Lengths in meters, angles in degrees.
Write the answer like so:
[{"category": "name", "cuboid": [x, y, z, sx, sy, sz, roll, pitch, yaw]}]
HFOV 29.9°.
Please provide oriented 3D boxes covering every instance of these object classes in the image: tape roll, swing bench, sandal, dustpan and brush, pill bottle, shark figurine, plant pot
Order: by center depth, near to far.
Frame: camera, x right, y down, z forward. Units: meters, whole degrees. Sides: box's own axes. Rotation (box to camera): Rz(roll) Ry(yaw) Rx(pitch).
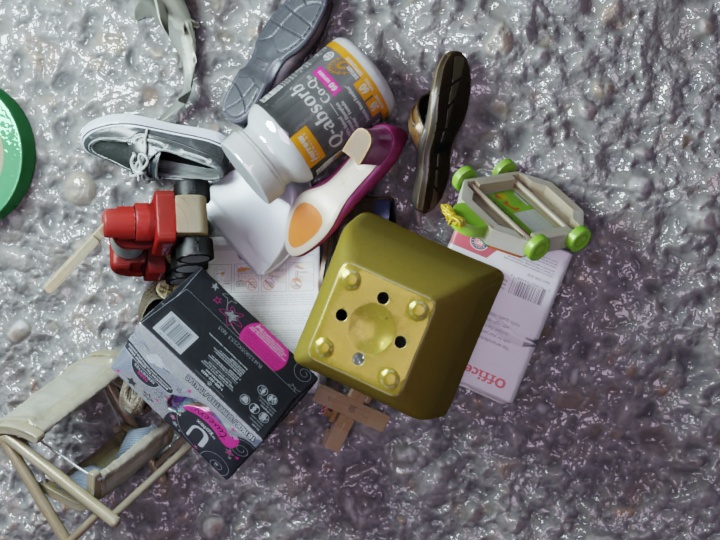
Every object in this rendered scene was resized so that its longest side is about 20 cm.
[{"category": "plant pot", "cuboid": [0.032, 0.059, 1.545, 0.194, 0.200, 0.196, 24, 98, 9]}, {"category": "pill bottle", "cuboid": [-0.064, -0.180, 1.638, 0.200, 0.116, 0.117, -41, 88, -8]}, {"category": "sandal", "cuboid": [0.087, -0.173, 1.670, 0.054, 0.081, 0.202, 18, 106, 29]}, {"category": "swing bench", "cuboid": [-0.335, 0.214, 1.682, 0.200, 0.199, 0.130, 48, 130, 1]}, {"category": "dustpan and brush", "cuboid": [-0.094, -0.108, 1.711, 0.200, 0.057, 0.140, -46, 75, 16]}, {"category": "shark figurine", "cuboid": [-0.253, -0.306, 1.714, 0.089, 0.128, 0.216, -5, 114, 34]}, {"category": "tape roll", "cuboid": [-0.529, -0.153, 1.772, 0.198, 0.048, 0.203, 1, 96, 9]}]

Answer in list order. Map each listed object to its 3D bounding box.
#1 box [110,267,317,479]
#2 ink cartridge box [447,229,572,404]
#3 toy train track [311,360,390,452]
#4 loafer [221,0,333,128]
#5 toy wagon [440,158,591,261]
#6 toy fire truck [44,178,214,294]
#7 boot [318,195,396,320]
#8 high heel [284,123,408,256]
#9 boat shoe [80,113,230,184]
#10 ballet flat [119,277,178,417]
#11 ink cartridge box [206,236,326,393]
[{"category": "box", "cuboid": [-0.178, 0.125, 1.623, 0.200, 0.132, 0.115, 43, 136, 2]}, {"category": "ink cartridge box", "cuboid": [0.158, 0.042, 1.663, 0.143, 0.084, 0.202, 23, 97, 7]}, {"category": "toy train track", "cuboid": [0.002, 0.133, 1.717, 0.114, 0.032, 0.201, 27, 90, -29]}, {"category": "loafer", "cuboid": [-0.098, -0.264, 1.697, 0.072, 0.063, 0.201, 40, 96, 34]}, {"category": "toy wagon", "cuboid": [0.172, -0.068, 1.598, 0.155, 0.199, 0.040, 47, 134, 35]}, {"category": "toy fire truck", "cuboid": [-0.286, -0.028, 1.647, 0.198, 0.176, 0.130, -1, 77, -15]}, {"category": "boot", "cuboid": [0.000, 0.000, 1.684, 0.096, 0.075, 0.202, -5, 91, 16]}, {"category": "high heel", "cuboid": [-0.017, -0.097, 1.653, 0.067, 0.096, 0.201, 42, 115, 25]}, {"category": "boat shoe", "cuboid": [-0.264, -0.144, 1.712, 0.197, 0.069, 0.074, 11, 139, 2]}, {"category": "ballet flat", "cuboid": [-0.258, 0.090, 1.698, 0.067, 0.046, 0.201, 22, 55, -12]}, {"category": "ink cartridge box", "cuboid": [-0.125, 0.058, 1.739, 0.159, 0.050, 0.202, -1, 79, 9]}]
